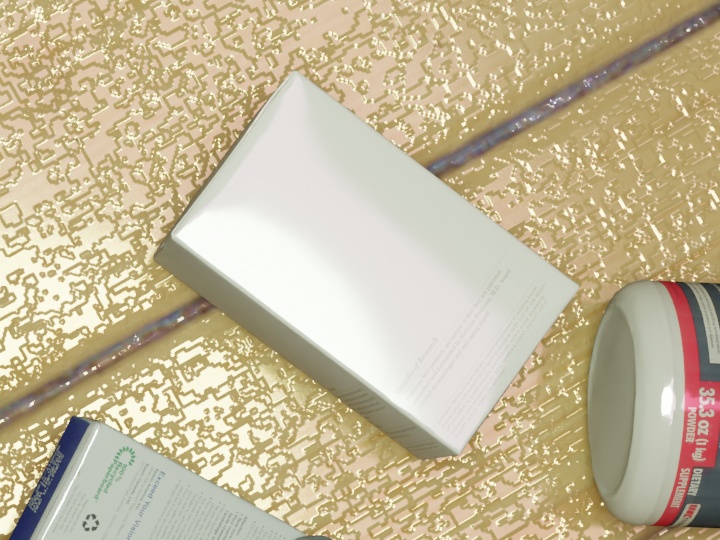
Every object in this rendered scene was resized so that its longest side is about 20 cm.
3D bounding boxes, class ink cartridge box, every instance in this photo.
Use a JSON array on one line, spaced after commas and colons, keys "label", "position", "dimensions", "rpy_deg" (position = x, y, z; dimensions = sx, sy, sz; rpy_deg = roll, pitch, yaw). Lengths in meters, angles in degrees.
[{"label": "ink cartridge box", "position": [-0.120, 0.211, 1.485], "dimensions": [0.200, 0.043, 0.197], "rpy_deg": [32, 79, -29]}]

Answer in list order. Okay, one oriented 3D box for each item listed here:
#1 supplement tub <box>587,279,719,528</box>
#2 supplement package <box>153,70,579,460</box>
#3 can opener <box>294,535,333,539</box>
[{"label": "supplement tub", "position": [0.239, 0.079, 1.519], "dimensions": [0.200, 0.140, 0.141], "rpy_deg": [3, 84, -9]}, {"label": "supplement package", "position": [0.000, 0.000, 1.497], "dimensions": [0.200, 0.121, 0.120], "rpy_deg": [37, 80, -5]}, {"label": "can opener", "position": [-0.031, 0.249, 1.485], "dimensions": [0.066, 0.053, 0.200], "rpy_deg": [4, 92, -32]}]
